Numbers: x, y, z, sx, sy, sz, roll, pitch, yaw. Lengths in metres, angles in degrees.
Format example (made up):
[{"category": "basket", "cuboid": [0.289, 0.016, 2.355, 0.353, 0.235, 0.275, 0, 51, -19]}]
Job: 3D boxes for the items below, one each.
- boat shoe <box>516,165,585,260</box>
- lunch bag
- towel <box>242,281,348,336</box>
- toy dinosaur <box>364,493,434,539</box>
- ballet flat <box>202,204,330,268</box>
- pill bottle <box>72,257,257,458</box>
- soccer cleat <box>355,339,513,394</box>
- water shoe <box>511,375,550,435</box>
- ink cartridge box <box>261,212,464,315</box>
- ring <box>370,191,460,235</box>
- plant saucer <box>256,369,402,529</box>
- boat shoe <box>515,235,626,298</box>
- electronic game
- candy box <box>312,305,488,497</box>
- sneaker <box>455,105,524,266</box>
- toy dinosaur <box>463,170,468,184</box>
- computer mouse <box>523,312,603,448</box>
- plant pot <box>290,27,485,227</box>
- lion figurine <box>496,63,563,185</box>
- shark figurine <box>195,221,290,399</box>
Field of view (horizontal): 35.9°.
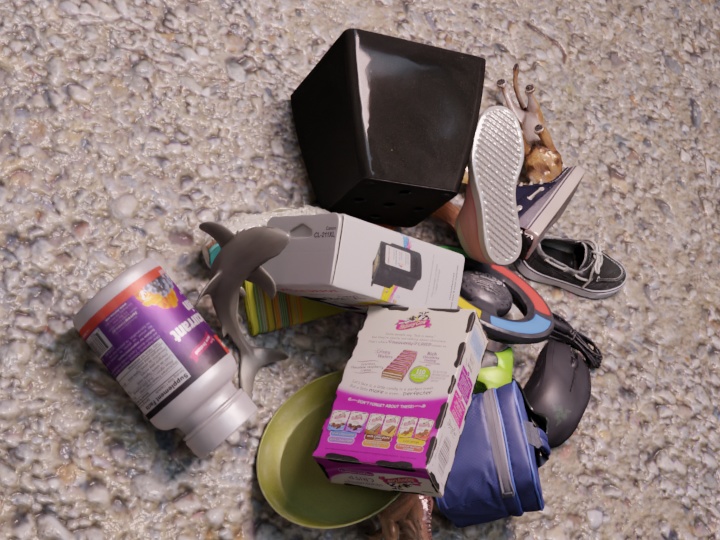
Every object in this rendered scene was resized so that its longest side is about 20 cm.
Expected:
[{"category": "boat shoe", "cuboid": [0.239, -0.104, 1.551, 0.092, 0.075, 0.200, 33, 46, 12]}, {"category": "lunch bag", "cuboid": [0.156, 0.218, 1.297, 0.130, 0.200, 0.138, -11, 68, 10]}, {"category": "towel", "cuboid": [-0.060, 0.018, 1.362, 0.198, 0.018, 0.087, -13, 99, -38]}, {"category": "toy dinosaur", "cuboid": [0.045, 0.249, 1.245, 0.136, 0.200, 0.086, -50, 130, -1]}, {"category": "ballet flat", "cuboid": [-0.117, -0.044, 1.348, 0.198, 0.072, 0.073, -10, 73, -38]}, {"category": "pill bottle", "cuboid": [-0.202, 0.096, 1.180, 0.201, 0.111, 0.111, 51, 51, -1]}, {"category": "soccer cleat", "cuboid": [0.092, 0.103, 1.372, 0.197, 0.068, 0.082, 17, 58, 4]}, {"category": "water shoe", "cuboid": [0.165, 0.142, 1.420, 0.200, 0.079, 0.072, 47, 51, -4]}, {"category": "ink cartridge box", "cuboid": [0.000, 0.000, 1.301, 0.198, 0.145, 0.084, 16, 79, -39]}, {"category": "ring", "cuboid": [0.092, -0.016, 1.490, 0.198, 0.019, 0.203, 16, 58, -27]}, {"category": "plant saucer", "cuboid": [-0.018, 0.201, 1.229, 0.031, 0.197, 0.202, 63, 36, -46]}, {"category": "boat shoe", "cuboid": [0.319, -0.014, 1.605, 0.197, 0.068, 0.075, 16, 59, -26]}, {"category": "electronic game", "cuboid": [0.159, 0.028, 1.422, 0.198, 0.042, 0.201, 21, 25, -11]}, {"category": "candy box", "cuboid": [0.047, 0.135, 1.194, 0.061, 0.135, 0.202, 61, 40, -44]}, {"category": "sneaker", "cuboid": [0.161, -0.106, 1.437, 0.074, 0.105, 0.203, -1, 89, -16]}, {"category": "toy dinosaur", "cuboid": [0.161, -0.162, 1.583, 0.100, 0.058, 0.202, -9, 72, -35]}, {"category": "computer mouse", "cuboid": [0.271, 0.146, 1.505, 0.138, 0.053, 0.201, 35, 53, -15]}, {"category": "plant pot", "cuboid": [0.035, -0.165, 1.414, 0.197, 0.199, 0.180, 6, 71, -24]}, {"category": "lion figurine", "cuboid": [0.258, -0.202, 1.657, 0.123, 0.072, 0.202, 50, 33, -47]}, {"category": "shark figurine", "cuboid": [-0.149, 0.036, 1.236, 0.127, 0.217, 0.090, 22, 38, 19]}]
